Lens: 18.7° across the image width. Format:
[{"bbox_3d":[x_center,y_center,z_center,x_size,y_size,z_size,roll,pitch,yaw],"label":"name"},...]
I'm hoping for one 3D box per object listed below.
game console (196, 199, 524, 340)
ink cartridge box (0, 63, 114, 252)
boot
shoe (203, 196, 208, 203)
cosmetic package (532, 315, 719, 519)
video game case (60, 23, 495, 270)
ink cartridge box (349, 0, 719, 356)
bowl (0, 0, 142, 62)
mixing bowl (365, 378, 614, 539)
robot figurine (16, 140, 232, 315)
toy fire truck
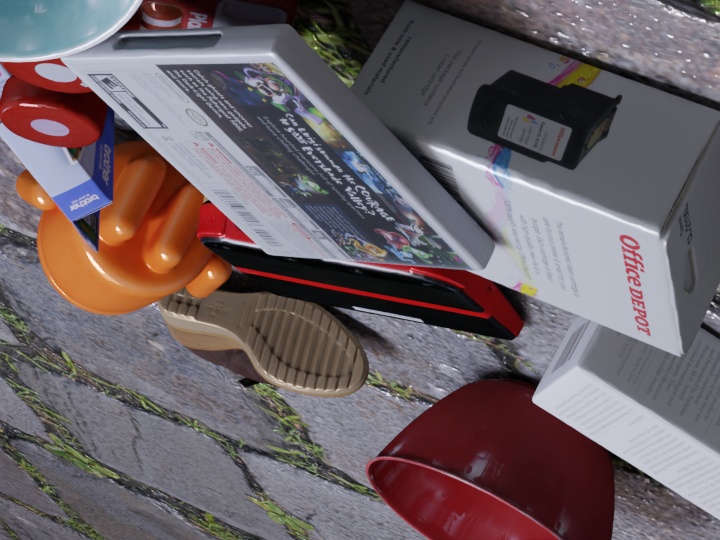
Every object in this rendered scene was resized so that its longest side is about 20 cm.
[{"bbox_3d":[0.000,0.000,1.485,0.198,0.031,0.177,11,170,22],"label":"game console"},{"bbox_3d":[-0.212,-0.120,1.443,0.042,0.120,0.201,-22,130,14],"label":"ink cartridge box"},{"bbox_3d":[-0.061,0.067,1.788,0.199,0.073,0.166,21,170,23],"label":"boot"},{"bbox_3d":[-0.052,-0.065,1.465,0.069,0.054,0.200,7,174,-24],"label":"shoe"},{"bbox_3d":[0.221,0.097,1.409,0.199,0.072,0.101,33,160,-3],"label":"cosmetic package"},{"bbox_3d":[-0.046,-0.067,1.211,0.181,0.023,0.200,5,150,45],"label":"video game case"},{"bbox_3d":[0.103,-0.050,1.215,0.199,0.083,0.146,22,158,23],"label":"ink cartridge box"},{"bbox_3d":[-0.196,-0.218,1.163,0.199,0.106,0.202,7,141,6],"label":"bowl"},{"bbox_3d":[0.115,0.153,1.640,0.199,0.109,0.200,27,159,11],"label":"mixing bowl"},{"bbox_3d":[-0.175,-0.030,1.619,0.143,0.118,0.200,-10,175,-23],"label":"robot figurine"},{"bbox_3d":[-0.126,-0.141,1.318,0.166,0.113,0.200,11,160,-5],"label":"toy fire truck"}]
